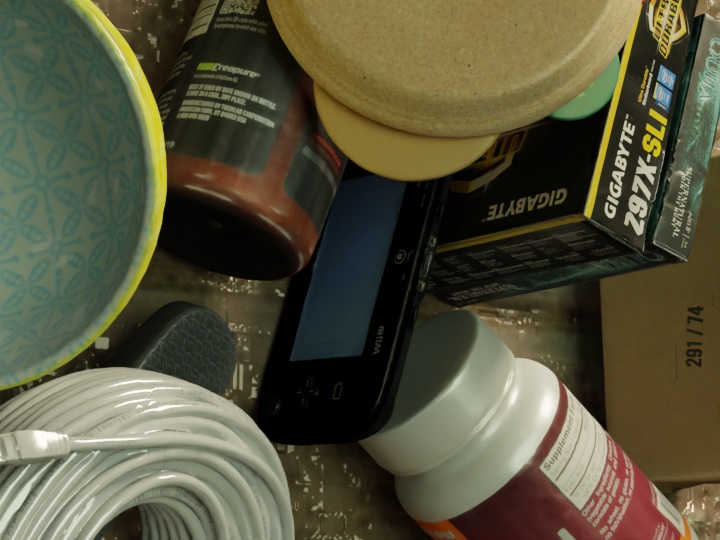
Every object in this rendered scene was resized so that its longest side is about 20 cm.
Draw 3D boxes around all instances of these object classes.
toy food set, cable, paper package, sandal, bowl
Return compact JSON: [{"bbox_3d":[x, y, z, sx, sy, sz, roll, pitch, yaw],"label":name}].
[{"bbox_3d":[0.050,-0.156,0.819,0.198,0.049,0.200,-25,79,-4],"label":"toy food set"},{"bbox_3d":[-0.119,0.146,0.775,0.200,0.069,0.201,-12,110,-45],"label":"cable"},{"bbox_3d":[0.249,0.031,0.998,0.103,0.190,0.201,10,75,-51],"label":"paper package"},{"bbox_3d":[-0.142,0.092,0.818,0.200,0.043,0.076,-41,126,-32],"label":"sandal"},{"bbox_3d":[-0.175,-0.054,0.756,0.108,0.200,0.201,-51,119,-75],"label":"bowl"}]

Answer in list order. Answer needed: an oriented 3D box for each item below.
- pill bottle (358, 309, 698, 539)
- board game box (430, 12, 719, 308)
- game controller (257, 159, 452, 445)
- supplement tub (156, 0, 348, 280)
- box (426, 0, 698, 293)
[{"bbox_3d":[0.092,0.124,0.929,0.200,0.114,0.114,46,60,-19],"label":"pill bottle"},{"bbox_3d":[0.120,-0.055,0.923,0.028,0.200,0.136,25,70,-27],"label":"board game box"},{"bbox_3d":[0.000,0.000,0.891,0.042,0.104,0.200,24,69,-27],"label":"game controller"},{"bbox_3d":[-0.045,-0.103,0.875,0.107,0.107,0.200,32,65,-26],"label":"supplement tub"},{"bbox_3d":[0.087,-0.077,0.905,0.049,0.200,0.160,29,68,-29],"label":"box"}]
